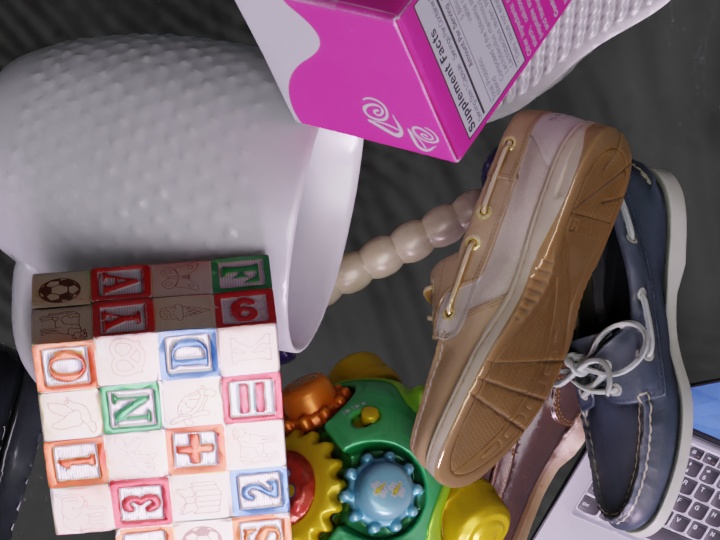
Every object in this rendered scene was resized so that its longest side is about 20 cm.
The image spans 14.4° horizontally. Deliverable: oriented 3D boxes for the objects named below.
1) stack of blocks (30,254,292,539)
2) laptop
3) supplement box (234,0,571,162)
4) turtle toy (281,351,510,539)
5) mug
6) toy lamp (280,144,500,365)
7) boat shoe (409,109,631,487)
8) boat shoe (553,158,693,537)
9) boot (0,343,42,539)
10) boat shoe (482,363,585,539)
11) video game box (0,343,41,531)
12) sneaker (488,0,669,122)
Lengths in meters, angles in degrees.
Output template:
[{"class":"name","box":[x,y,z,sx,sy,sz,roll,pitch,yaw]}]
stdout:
[{"class":"stack of blocks","box":[-0.093,0.094,1.387,0.115,0.059,0.201,-5,125,-3]},{"class":"laptop","box":[0.216,0.148,1.559,0.187,0.116,0.200,24,108,-18]},{"class":"supplement box","box":[0.042,-0.163,1.349,0.200,0.101,0.103,-54,141,-26]},{"class":"turtle toy","box":[-0.023,0.139,1.518,0.101,0.146,0.200,15,115,-47]},{"class":"mug","box":[-0.106,-0.023,1.440,0.175,0.148,0.201,11,77,10]},{"class":"toy lamp","box":[0.000,0.000,1.524,0.200,0.058,0.058,-25,112,6]},{"class":"boat shoe","box":[0.070,0.011,1.464,0.074,0.069,0.200,26,89,-55]},{"class":"boat shoe","box":[0.134,0.037,1.493,0.062,0.075,0.201,11,78,-35]},{"class":"boot","box":[-0.261,0.109,1.469,0.168,0.076,0.201,18,86,-14]},{"class":"boat shoe","box":[0.065,0.112,1.565,0.070,0.070,0.200,23,99,-25]},{"class":"video game box","box":[-0.276,0.119,1.531,0.182,0.047,0.201,17,93,-13]},{"class":"sneaker","box":[0.090,-0.137,1.469,0.200,0.079,0.079,-24,109,28]}]
